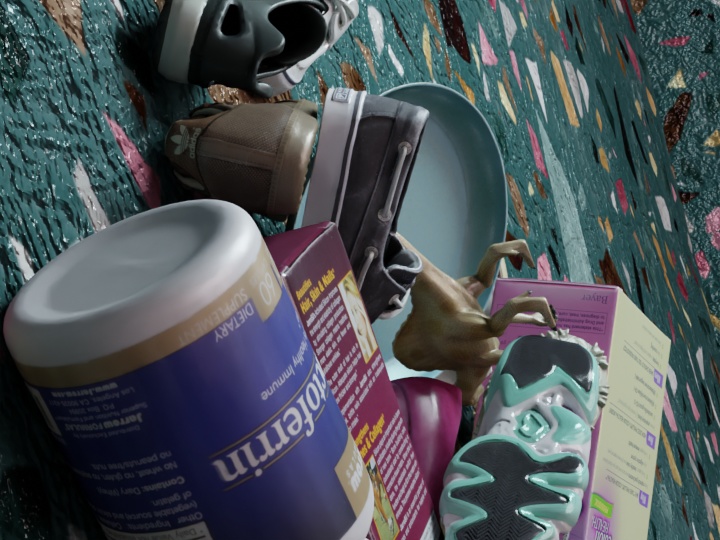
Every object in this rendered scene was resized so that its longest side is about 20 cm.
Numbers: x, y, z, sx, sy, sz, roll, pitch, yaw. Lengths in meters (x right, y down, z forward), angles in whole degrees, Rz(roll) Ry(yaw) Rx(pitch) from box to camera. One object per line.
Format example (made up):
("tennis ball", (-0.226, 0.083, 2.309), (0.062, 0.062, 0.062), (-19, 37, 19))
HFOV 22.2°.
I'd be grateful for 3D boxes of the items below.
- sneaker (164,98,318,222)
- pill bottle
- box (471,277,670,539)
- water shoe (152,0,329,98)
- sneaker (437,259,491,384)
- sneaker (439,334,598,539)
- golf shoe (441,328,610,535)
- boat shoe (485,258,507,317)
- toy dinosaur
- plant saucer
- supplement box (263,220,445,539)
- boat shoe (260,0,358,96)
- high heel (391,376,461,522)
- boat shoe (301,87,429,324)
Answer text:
("sneaker", (-0.066, -0.069, 0.996), (0.200, 0.075, 0.071), (-167, -88, -85))
("pill bottle", (-0.062, 0.081, 0.790), (0.116, 0.115, 0.201), (-73, 143, -61))
("box", (0.154, 0.125, 1.357), (0.176, 0.096, 0.201), (33, 63, -64))
("water shoe", (-0.055, -0.145, 1.055), (0.200, 0.079, 0.072), (-59, 169, -59))
("sneaker", (0.032, -0.007, 1.227), (0.070, 0.080, 0.201), (-49, 120, -68))
("sneaker", (0.090, 0.145, 1.046), (0.200, 0.077, 0.140), (-56, 157, -53))
("golf shoe", (0.100, 0.130, 1.239), (0.200, 0.078, 0.097), (-56, 172, -29))
("boat shoe", (0.051, -0.031, 1.342), (0.068, 0.074, 0.201), (-29, 104, -52))
("toy dinosaur", (0.062, 0.025, 1.105), (0.058, 0.101, 0.200), (-104, 169, -46))
("plant saucer", (0.018, -0.017, 1.126), (0.200, 0.027, 0.201), (-18, 115, -45))
("supplement box", (-0.031, 0.090, 0.927), (0.110, 0.085, 0.201), (-51, 123, -70))
("boat shoe", (-0.034, -0.181, 1.203), (0.200, 0.065, 0.074), (-80, 149, -55))
("high heel", (0.045, 0.159, 1.085), (0.096, 0.067, 0.201), (-4, 62, -32))
("boat shoe", (0.000, 0.000, 1.014), (0.072, 0.067, 0.201), (-67, 167, -72))
